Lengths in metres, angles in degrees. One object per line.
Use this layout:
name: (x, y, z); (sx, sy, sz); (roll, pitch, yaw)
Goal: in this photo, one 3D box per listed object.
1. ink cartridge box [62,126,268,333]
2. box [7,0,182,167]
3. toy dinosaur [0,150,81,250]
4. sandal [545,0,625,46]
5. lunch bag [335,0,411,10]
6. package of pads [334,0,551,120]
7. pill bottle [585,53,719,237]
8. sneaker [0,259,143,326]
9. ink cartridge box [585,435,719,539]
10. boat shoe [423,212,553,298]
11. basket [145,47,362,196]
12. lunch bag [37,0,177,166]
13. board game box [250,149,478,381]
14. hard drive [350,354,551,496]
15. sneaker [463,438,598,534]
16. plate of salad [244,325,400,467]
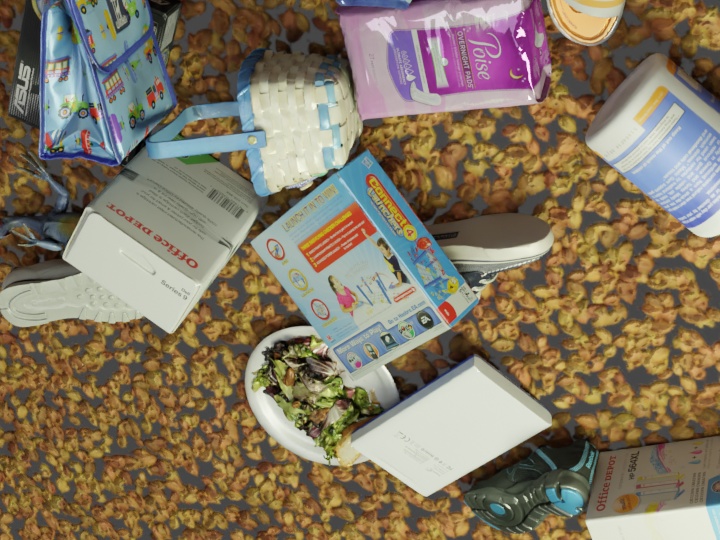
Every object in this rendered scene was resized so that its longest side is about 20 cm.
ink cartridge box: (-0.207, -0.048, 1.437); (0.146, 0.200, 0.084); (35, 126, -2)
box: (-0.294, -0.230, 1.456); (0.159, 0.044, 0.201); (24, 124, 4)
toy dinosaur: (-0.353, -0.036, 1.572); (0.181, 0.105, 0.200); (-6, 131, 46)
sandal: (0.213, -0.301, 1.222); (0.079, 0.059, 0.208); (14, 123, 12)
lunch bag: (-0.007, -0.367, 1.222); (0.200, 0.127, 0.170); (52, 124, 25)
package of pads: (0.082, -0.218, 1.310); (0.198, 0.076, 0.121); (-2, 121, 21)
pill bottle: (0.323, -0.103, 1.268); (0.200, 0.112, 0.112); (39, 124, -5)
sneaker: (-0.333, 0.015, 1.602); (0.198, 0.081, 0.077); (0, 118, -3)
ink cartridge box: (0.343, 0.278, 1.473); (0.199, 0.129, 0.126); (-12, 114, 25)
boat shoe: (0.121, -0.001, 1.430); (0.199, 0.075, 0.093); (-3, 123, 31)
basket: (-0.105, -0.151, 1.357); (0.198, 0.177, 0.140); (0, 111, 10)
lunch bag: (-0.263, -0.229, 1.328); (0.093, 0.151, 0.201); (6, 121, 15)
board game box: (0.000, 0.000, 1.422); (0.196, 0.056, 0.200); (54, 142, -3)
hard drive: (0.104, 0.184, 1.546); (0.132, 0.025, 0.200); (37, 126, -25)
sneaker: (0.202, 0.251, 1.549); (0.073, 0.082, 0.199); (45, 143, -18)
plate of salad: (-0.049, 0.157, 1.594); (0.199, 0.048, 0.201); (9, 122, 15)
